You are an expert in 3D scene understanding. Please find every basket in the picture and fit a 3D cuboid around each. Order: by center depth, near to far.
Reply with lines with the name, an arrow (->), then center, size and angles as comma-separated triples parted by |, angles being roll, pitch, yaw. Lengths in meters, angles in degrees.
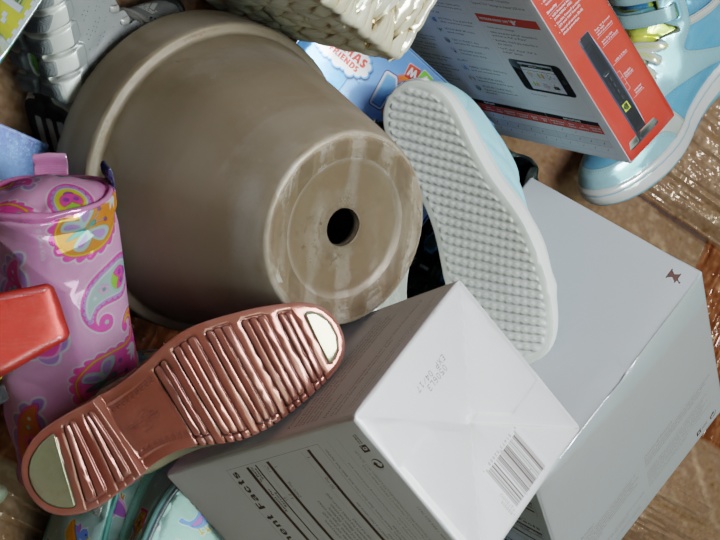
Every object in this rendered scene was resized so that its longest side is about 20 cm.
basket -> -0.038, -0.224, 1.520 | 0.123, 0.200, 0.136 | 37, 79, -42

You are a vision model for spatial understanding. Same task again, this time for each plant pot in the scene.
plant pot -> -0.058, -0.046, 1.486 | 0.199, 0.173, 0.201 | -12, 111, -36

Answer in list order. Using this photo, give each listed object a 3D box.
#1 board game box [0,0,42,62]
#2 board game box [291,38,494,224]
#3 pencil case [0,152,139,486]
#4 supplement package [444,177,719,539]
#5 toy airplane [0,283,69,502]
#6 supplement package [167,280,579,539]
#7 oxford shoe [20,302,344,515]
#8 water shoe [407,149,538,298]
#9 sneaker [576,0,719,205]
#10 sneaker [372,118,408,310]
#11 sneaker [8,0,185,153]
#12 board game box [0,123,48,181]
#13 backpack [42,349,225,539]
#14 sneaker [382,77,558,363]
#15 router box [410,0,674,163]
board game box -> -0.268, -0.206, 1.406 | 0.200, 0.029, 0.135 | 34, 78, -8
board game box -> -0.023, -0.067, 1.641 | 0.151, 0.037, 0.200 | 41, 77, -19
pencil case -> -0.176, 0.036, 1.459 | 0.087, 0.087, 0.201 | -20, 117, -31
supplement package -> 0.133, 0.085, 1.695 | 0.191, 0.147, 0.200 | -50, 152, -17
toy airplane -> -0.278, 0.066, 1.405 | 0.141, 0.198, 0.201 | -28, 141, -77
supplement package -> 0.005, 0.107, 1.449 | 0.120, 0.200, 0.121 | 50, 55, -15
oxford shoe -> -0.103, 0.072, 1.413 | 0.199, 0.074, 0.071 | -24, 93, -2
water shoe -> 0.049, -0.014, 1.693 | 0.200, 0.071, 0.079 | -43, 152, -31
sneaker -> 0.198, -0.153, 1.776 | 0.200, 0.079, 0.131 | -53, 127, -26
sneaker -> 0.000, 0.000, 1.598 | 0.072, 0.072, 0.201 | 20, 65, -57
sneaker -> -0.165, -0.167, 1.524 | 0.115, 0.075, 0.201 | -31, 127, -31
board game box -> -0.309, -0.020, 1.463 | 0.199, 0.043, 0.200 | 22, 87, -37
backpack -> -0.104, 0.154, 1.587 | 0.175, 0.153, 0.201 | 14, 85, -32
sneaker -> 0.088, -0.037, 1.612 | 0.082, 0.074, 0.201 | -12, 80, -61
router box -> 0.090, -0.164, 1.618 | 0.049, 0.200, 0.180 | -46, 123, -18
